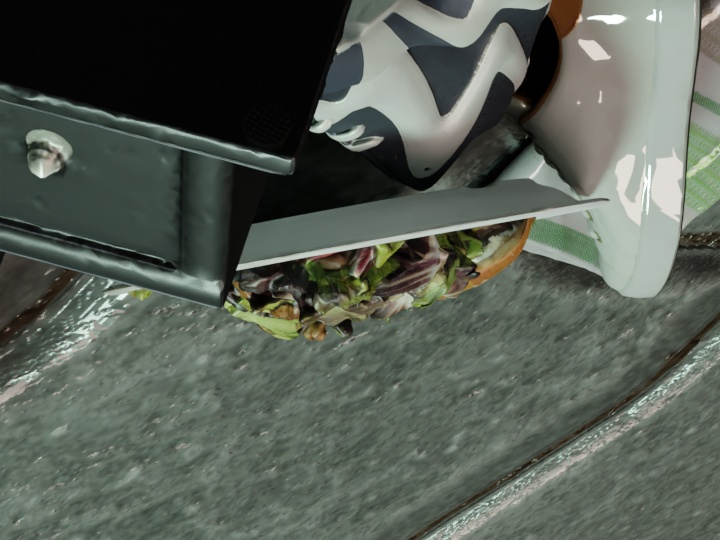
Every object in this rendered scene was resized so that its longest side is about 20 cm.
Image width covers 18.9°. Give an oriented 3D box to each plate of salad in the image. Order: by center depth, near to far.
[{"bbox_3d":[0.000,0.000,0.835,0.198,0.048,0.200,-10,180,0],"label":"plate of salad"}]

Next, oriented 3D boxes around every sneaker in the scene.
[{"bbox_3d":[-0.015,-0.064,0.755,0.198,0.080,0.130,-31,147,-22],"label":"sneaker"},{"bbox_3d":[0.093,-0.065,0.880,0.084,0.073,0.201,0,139,5],"label":"sneaker"}]

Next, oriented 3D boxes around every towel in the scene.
[{"bbox_3d":[0.157,-0.070,0.978,0.200,0.031,0.149,-41,152,21],"label":"towel"}]

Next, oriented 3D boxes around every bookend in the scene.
[{"bbox_3d":[-0.107,-0.034,0.585,0.197,0.093,0.201,15,148,3],"label":"bookend"}]
